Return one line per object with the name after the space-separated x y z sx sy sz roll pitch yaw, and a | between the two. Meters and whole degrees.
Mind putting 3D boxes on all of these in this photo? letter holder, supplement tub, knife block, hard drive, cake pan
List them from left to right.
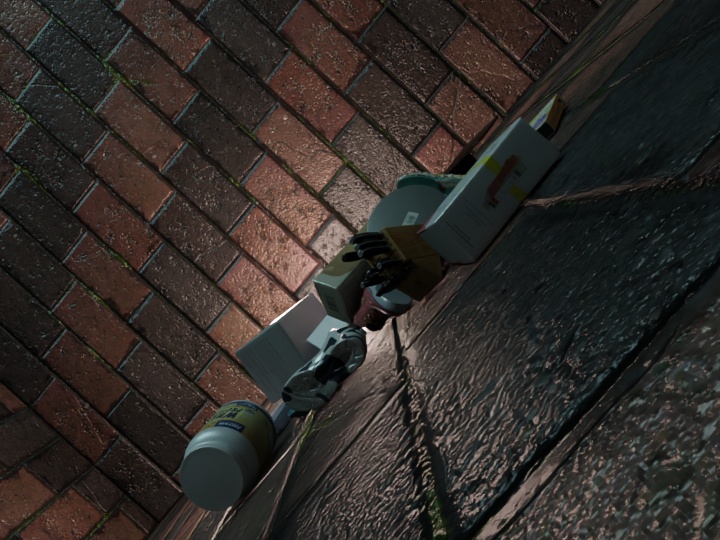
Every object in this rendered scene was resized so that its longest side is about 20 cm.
-0.252 0.351 1.150 0.145 0.144 0.200 -48 1 12 | supplement tub
-0.028 0.094 1.308 0.201 0.027 0.132 -50 20 -12 | hard drive
0.048 -0.036 0.981 0.064 0.174 0.202 -46 24 32 | knife block
0.098 -0.087 1.158 0.201 0.199 0.037 -49 -37 -13 | cake pan
0.291 -0.263 1.402 0.142 0.100 0.200 -45 4 39 | letter holder

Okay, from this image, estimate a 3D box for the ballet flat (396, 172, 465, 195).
0.174 -0.167 1.235 0.064 0.196 0.077 -43 -41 -61 | ballet flat

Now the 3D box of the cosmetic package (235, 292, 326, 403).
-0.173 0.197 1.514 0.199 0.167 0.167 -35 3 37 | cosmetic package

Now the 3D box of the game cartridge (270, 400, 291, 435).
-0.201 0.365 1.466 0.134 0.041 0.200 -53 0 19 | game cartridge

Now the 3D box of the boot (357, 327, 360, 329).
0.029 0.072 1.495 0.174 0.069 0.200 -41 9 4 | boot

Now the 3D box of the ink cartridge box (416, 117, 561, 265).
0.186 -0.112 0.895 0.201 0.083 0.145 -49 1 -5 | ink cartridge box

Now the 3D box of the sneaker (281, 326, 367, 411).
-0.058 0.174 1.119 0.200 0.079 0.130 -49 0 19 | sneaker

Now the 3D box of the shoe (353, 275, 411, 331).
0.038 0.075 1.109 0.200 0.070 0.093 -134 58 -73 | shoe

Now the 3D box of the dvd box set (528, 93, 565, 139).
0.341 -0.265 1.193 0.147 0.029 0.200 -49 2 36 | dvd box set

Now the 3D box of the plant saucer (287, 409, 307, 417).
-0.079 0.234 1.257 0.201 0.027 0.200 -50 1 1 | plant saucer

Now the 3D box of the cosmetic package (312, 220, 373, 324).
0.000 0.000 1.229 0.070 0.106 0.200 16 50 37 | cosmetic package
